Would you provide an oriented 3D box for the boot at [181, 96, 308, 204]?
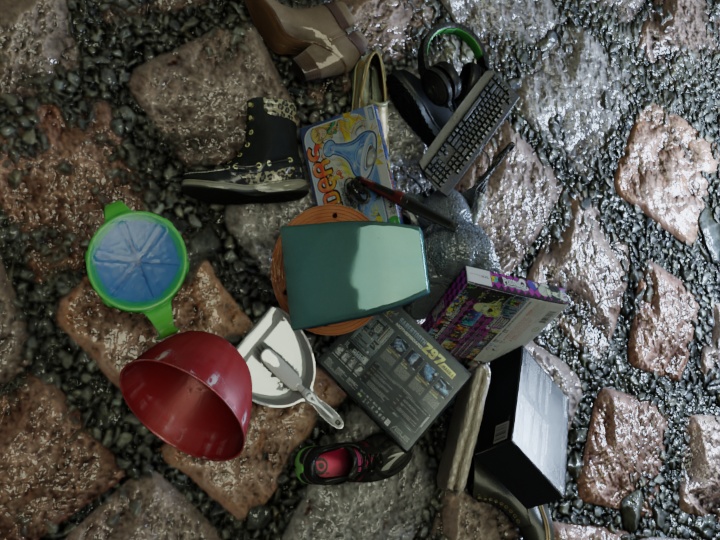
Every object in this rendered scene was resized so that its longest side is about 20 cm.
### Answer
[{"bbox_3d":[-0.183,-0.188,1.113,0.197,0.073,0.159,-2,79,-18],"label":"boot"}]

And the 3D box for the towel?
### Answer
[{"bbox_3d":[0.166,0.254,1.132,0.034,0.133,0.206,16,78,1],"label":"towel"}]

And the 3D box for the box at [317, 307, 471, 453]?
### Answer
[{"bbox_3d":[0.052,0.156,1.113,0.199,0.051,0.158,42,78,12],"label":"box"}]

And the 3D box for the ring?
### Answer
[{"bbox_3d":[-0.046,-0.001,1.117,0.194,0.019,0.207,-1,86,10],"label":"ring"}]

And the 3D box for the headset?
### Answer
[{"bbox_3d":[0.152,-0.299,1.164,0.120,0.094,0.207,-6,83,-21],"label":"headset"}]

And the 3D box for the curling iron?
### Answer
[{"bbox_3d":[0.061,-0.098,1.086,0.195,0.026,0.051,21,87,18],"label":"curling iron"}]

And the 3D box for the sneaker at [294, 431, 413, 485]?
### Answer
[{"bbox_3d":[-0.003,0.298,1.096,0.194,0.084,0.079,-8,86,-19],"label":"sneaker"}]

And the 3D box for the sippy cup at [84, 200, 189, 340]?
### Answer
[{"bbox_3d":[-0.312,0.001,1.005,0.135,0.130,0.183,11,75,-11],"label":"sippy cup"}]

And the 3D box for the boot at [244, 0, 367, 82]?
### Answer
[{"bbox_3d":[-0.084,-0.411,1.180,0.145,0.070,0.202,-38,96,-25],"label":"boot"}]

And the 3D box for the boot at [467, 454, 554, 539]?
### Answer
[{"bbox_3d":[0.241,0.400,1.176,0.134,0.078,0.206,0,70,-14],"label":"boot"}]

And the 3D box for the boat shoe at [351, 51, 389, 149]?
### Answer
[{"bbox_3d":[0.018,-0.263,1.182,0.070,0.076,0.207,-4,84,-19],"label":"boat shoe"}]

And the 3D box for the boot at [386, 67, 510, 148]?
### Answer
[{"bbox_3d":[0.157,-0.304,1.233,0.168,0.076,0.201,-44,103,-15],"label":"boot"}]

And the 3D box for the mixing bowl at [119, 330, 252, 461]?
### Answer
[{"bbox_3d":[-0.226,0.161,1.002,0.199,0.200,0.109,39,46,-9],"label":"mixing bowl"}]

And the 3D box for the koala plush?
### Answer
[{"bbox_3d":[0.146,-0.054,1.159,0.171,0.186,0.205,-4,55,3],"label":"koala plush"}]

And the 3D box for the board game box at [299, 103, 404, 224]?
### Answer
[{"bbox_3d":[-0.014,-0.148,1.143,0.132,0.034,0.206,-15,86,16],"label":"board game box"}]

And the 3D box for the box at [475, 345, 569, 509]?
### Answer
[{"bbox_3d":[0.264,0.248,1.134,0.141,0.078,0.202,44,38,-17],"label":"box"}]

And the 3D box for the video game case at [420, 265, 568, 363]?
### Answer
[{"bbox_3d":[0.205,0.079,1.139,0.176,0.201,0.037,11,52,-16],"label":"video game case"}]

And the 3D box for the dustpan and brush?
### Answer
[{"bbox_3d":[-0.102,0.172,1.090,0.200,0.057,0.140,44,76,-11],"label":"dustpan and brush"}]

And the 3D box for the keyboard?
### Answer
[{"bbox_3d":[0.189,-0.203,1.131,0.126,0.021,0.202,38,87,-21],"label":"keyboard"}]

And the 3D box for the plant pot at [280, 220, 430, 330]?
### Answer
[{"bbox_3d":[0.000,0.000,1.028,0.194,0.141,0.146,-8,86,9],"label":"plant pot"}]
